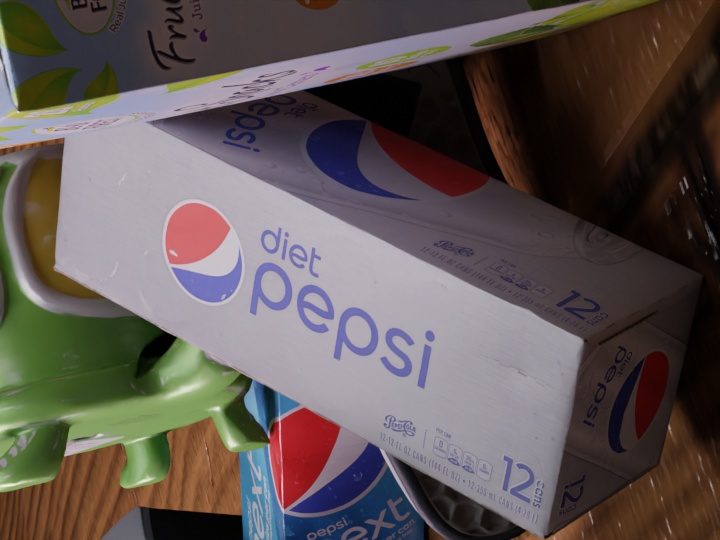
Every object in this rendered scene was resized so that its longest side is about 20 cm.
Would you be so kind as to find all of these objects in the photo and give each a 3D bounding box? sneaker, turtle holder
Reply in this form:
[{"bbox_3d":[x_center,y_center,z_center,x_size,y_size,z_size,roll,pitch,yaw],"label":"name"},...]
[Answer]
[{"bbox_3d":[0.013,-0.010,0.903,0.146,0.077,0.203,-163,57,-79],"label":"sneaker"},{"bbox_3d":[-0.114,0.018,1.015,0.186,0.141,0.132,136,123,-74],"label":"turtle holder"}]

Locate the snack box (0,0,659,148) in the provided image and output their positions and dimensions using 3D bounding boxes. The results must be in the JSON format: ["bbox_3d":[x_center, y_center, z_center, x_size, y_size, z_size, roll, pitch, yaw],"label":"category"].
[{"bbox_3d":[-0.016,-0.084,0.707,0.169,0.200,0.068,175,83,-76],"label":"snack box"}]

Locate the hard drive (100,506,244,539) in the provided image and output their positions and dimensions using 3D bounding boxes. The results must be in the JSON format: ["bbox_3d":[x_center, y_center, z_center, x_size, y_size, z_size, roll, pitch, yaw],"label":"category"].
[{"bbox_3d":[-0.033,0.171,1.111,0.200,0.135,0.042,-121,44,-53],"label":"hard drive"}]

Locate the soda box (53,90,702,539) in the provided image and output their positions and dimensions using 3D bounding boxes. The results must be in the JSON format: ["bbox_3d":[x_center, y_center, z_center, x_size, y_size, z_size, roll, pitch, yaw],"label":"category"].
[{"bbox_3d":[0.000,0.000,0.781,0.200,0.063,0.068,26,122,31],"label":"soda box"}]

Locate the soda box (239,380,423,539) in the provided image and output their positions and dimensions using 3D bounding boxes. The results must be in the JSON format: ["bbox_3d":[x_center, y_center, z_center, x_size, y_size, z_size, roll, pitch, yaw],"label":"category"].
[{"bbox_3d":[-0.013,0.053,1.067,0.068,0.064,0.200,-121,23,-51],"label":"soda box"}]
